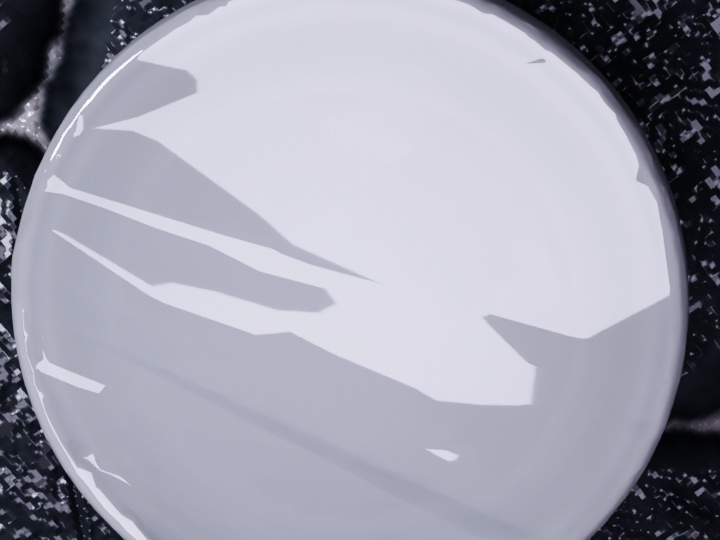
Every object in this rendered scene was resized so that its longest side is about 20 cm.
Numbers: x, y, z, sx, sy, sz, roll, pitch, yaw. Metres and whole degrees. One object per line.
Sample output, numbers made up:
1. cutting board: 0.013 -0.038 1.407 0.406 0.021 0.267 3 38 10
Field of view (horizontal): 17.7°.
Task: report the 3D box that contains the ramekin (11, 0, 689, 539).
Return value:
1. ramekin: 0.000 0.000 0.707 0.201 0.094 0.204 2 108 6
